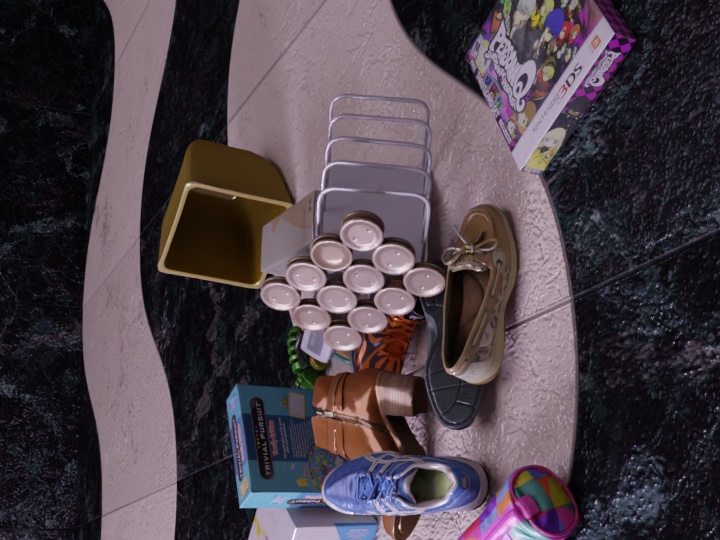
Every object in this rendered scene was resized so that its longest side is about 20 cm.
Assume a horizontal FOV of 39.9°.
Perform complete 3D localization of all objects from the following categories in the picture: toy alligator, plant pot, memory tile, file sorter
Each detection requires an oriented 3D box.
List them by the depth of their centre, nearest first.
[{"bbox_3d":[-0.011,0.017,1.145,0.199,0.152,0.017,-35,33,37],"label":"memory tile"},{"bbox_3d":[0.018,-0.105,1.184,0.202,0.136,0.126,-86,0,-48],"label":"file sorter"},{"bbox_3d":[-0.081,0.151,1.506,0.059,0.053,0.204,-46,45,50],"label":"toy alligator"},{"bbox_3d":[-0.247,-0.119,1.763,0.202,0.191,0.197,-106,35,-48],"label":"plant pot"}]

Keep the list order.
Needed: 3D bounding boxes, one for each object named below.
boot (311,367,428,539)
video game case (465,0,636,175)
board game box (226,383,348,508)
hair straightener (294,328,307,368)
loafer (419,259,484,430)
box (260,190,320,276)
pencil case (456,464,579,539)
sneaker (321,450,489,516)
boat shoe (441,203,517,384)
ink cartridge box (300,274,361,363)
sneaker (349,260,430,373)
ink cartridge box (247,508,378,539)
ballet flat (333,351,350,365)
[{"bbox_3d":[0.004,0.223,1.223,0.153,0.076,0.205,-2,86,32],"label":"boot"},{"bbox_3d":[0.196,-0.238,1.067,0.182,0.035,0.202,-57,37,39],"label":"video game case"},{"bbox_3d":[-0.071,0.233,1.309,0.047,0.196,0.153,-53,39,44],"label":"board game box"},{"bbox_3d":[-0.039,0.043,1.387,0.040,0.077,0.203,22,86,18],"label":"hair straightener"},{"bbox_3d":[0.109,0.090,1.155,0.063,0.070,0.204,57,-155,-63],"label":"loafer"},{"bbox_3d":[-0.073,-0.049,1.495,0.199,0.093,0.080,-24,62,58],"label":"box"},{"bbox_3d":[0.141,0.285,1.010,0.202,0.087,0.089,-61,35,36],"label":"pencil case"},{"bbox_3d":[0.042,0.236,1.114,0.196,0.077,0.077,-11,73,23],"label":"sneaker"},{"bbox_3d":[0.126,0.019,1.090,0.072,0.062,0.204,-11,69,40],"label":"boat shoe"},{"bbox_3d":[0.000,0.000,1.284,0.200,0.047,0.162,-50,-17,-42],"label":"ink cartridge box"},{"bbox_3d":[0.045,0.071,1.250,0.112,0.076,0.205,8,91,64],"label":"sneaker"},{"bbox_3d":[-0.077,0.394,1.366,0.125,0.126,0.204,47,126,56],"label":"ink cartridge box"},{"bbox_3d":[-0.027,0.096,1.405,0.199,0.068,0.064,11,80,62],"label":"ballet flat"}]
